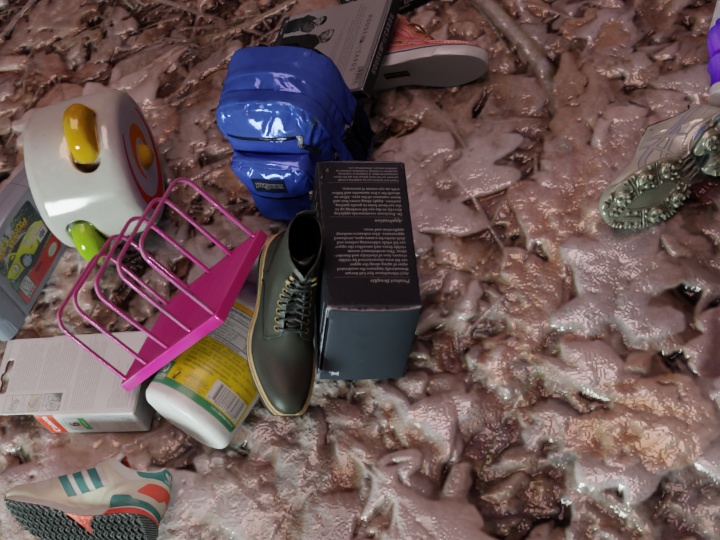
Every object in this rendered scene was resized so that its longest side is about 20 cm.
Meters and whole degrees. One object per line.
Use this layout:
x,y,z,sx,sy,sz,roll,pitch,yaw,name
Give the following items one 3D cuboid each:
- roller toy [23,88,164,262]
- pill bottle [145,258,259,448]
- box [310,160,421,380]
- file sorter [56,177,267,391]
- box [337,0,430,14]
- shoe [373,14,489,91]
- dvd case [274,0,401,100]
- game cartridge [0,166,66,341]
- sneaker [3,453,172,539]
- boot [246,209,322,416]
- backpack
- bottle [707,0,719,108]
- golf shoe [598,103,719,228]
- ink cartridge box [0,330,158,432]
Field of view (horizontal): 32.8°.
-0.329,-0.133,1.550,0.138,0.202,0.183,-14,27,8,roller toy
-0.146,0.090,1.391,0.112,0.113,0.201,22,68,29,pill bottle
0.000,0.000,1.365,0.103,0.149,0.202,-1,57,-8,box
-0.226,0.012,1.353,0.199,0.125,0.140,-34,23,41,file sorter
0.027,-0.440,1.716,0.159,0.044,0.201,-24,54,2,box
0.072,-0.291,1.587,0.197,0.072,0.092,-3,63,22,shoe
-0.046,-0.281,1.603,0.198,0.025,0.152,-2,62,41,dvd case
-0.436,-0.027,1.552,0.040,0.134,0.202,11,63,25,game cartridge
-0.301,0.253,1.377,0.197,0.071,0.094,0,41,21,sneaker
-0.074,0.045,1.288,0.076,0.138,0.203,-2,76,-16,boot
-0.081,-0.167,1.481,0.160,0.201,0.170,0,58,18,backpack
0.455,-0.277,1.453,0.083,0.066,0.202,10,62,23,bottle
0.343,-0.122,1.401,0.199,0.079,0.097,-32,37,-10,golf shoe
-0.340,0.135,1.466,0.197,0.051,0.110,-4,57,17,ink cartridge box
